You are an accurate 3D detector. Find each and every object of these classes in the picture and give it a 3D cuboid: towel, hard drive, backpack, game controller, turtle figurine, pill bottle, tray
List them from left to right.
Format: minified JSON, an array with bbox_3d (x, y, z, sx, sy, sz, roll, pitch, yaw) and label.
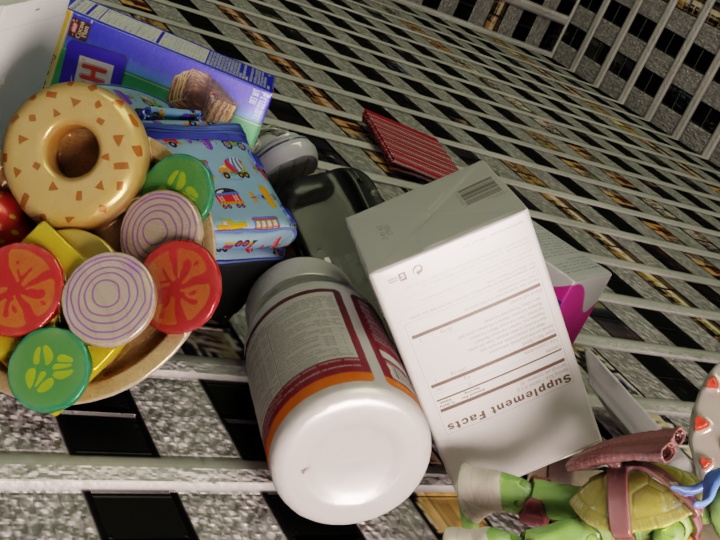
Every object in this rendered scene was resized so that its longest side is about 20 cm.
[{"bbox_3d":[-0.281,-0.117,0.795,0.026,0.201,0.132,25,21,-1],"label":"hard drive"},{"bbox_3d":[-0.168,-0.067,0.828,0.182,0.135,0.201,0,54,-47],"label":"backpack"},{"bbox_3d":[-0.026,0.076,0.755,0.109,0.110,0.200,16,23,-22],"label":"pill bottle"},{"bbox_3d":[0.000,0.000,0.937,0.104,0.042,0.201,-18,74,-26],"label":"game controller"},{"bbox_3d":[0.082,-0.177,1.594,0.144,0.023,0.200,19,24,-23],"label":"towel"},{"bbox_3d":[0.160,0.191,0.686,0.192,0.145,0.200,-3,-29,18],"label":"turtle figurine"},{"bbox_3d":[0.261,0.154,0.952,0.108,0.022,0.200,51,4,-27],"label":"tray"}]

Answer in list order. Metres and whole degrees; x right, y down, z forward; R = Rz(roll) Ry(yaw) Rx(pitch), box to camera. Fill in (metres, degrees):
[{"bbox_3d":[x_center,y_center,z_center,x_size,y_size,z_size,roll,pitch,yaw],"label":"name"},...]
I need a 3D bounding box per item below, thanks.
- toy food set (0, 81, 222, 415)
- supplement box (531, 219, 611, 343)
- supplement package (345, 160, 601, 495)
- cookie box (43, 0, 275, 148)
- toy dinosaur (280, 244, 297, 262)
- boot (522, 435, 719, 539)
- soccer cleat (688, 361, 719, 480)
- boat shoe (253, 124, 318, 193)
[{"bbox_3d":[-0.186,-0.011,0.687,0.198,0.200,0.049,40,-10,14],"label":"toy food set"},{"bbox_3d":[0.157,-0.004,1.160,0.200,0.102,0.103,36,24,27],"label":"supplement box"},{"bbox_3d":[0.084,0.043,0.791,0.119,0.201,0.121,-22,24,0],"label":"supplement package"},{"bbox_3d":[-0.200,-0.130,0.962,0.199,0.172,0.075,20,18,-11],"label":"cookie box"},{"bbox_3d":[-0.064,-0.035,1.021,0.135,0.086,0.200,-4,29,-40],"label":"toy dinosaur"},{"bbox_3d":[0.187,0.185,0.802,0.145,0.071,0.200,19,17,-12],"label":"boot"},{"bbox_3d":[0.299,0.170,0.834,0.069,0.202,0.078,-4,-21,25],"label":"soccer cleat"},{"bbox_3d":[-0.096,-0.111,1.054,0.073,0.067,0.200,-18,-4,-19],"label":"boat shoe"}]
